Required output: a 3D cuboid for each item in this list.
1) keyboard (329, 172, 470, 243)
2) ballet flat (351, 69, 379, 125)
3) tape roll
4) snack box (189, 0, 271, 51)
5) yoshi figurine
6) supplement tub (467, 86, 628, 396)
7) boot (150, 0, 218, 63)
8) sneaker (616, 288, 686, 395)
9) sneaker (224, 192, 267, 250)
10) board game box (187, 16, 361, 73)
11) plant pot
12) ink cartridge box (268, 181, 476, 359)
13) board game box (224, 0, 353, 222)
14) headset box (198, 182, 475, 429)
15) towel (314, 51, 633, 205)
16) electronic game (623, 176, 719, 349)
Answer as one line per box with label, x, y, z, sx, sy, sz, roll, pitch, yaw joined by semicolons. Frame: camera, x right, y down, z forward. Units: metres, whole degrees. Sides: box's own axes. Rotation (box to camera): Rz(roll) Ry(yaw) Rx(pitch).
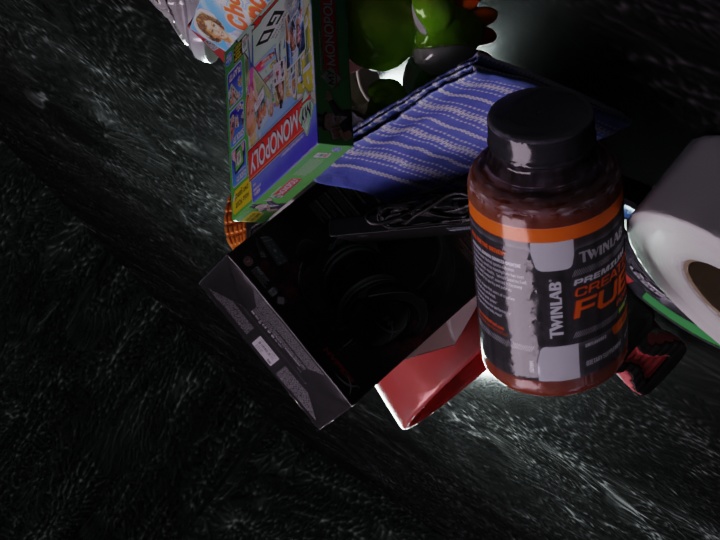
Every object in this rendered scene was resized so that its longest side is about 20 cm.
keyboard;0.077;-0.049;1.522;0.199;0.040;0.104;-6;175;14
ballet flat;-0.034;-0.185;1.728;0.200;0.073;0.073;50;166;-27
tape roll;0.274;0.002;1.389;0.202;0.071;0.203;38;169;8
snack box;-0.054;-0.211;1.565;0.116;0.037;0.200;32;152;1
yoshi figurine;0.036;-0.149;1.510;0.112;0.112;0.200;46;166;28
supplement tub;0.126;-0.021;1.417;0.107;0.107;0.201;30;140;41
boot;-0.166;-0.257;1.793;0.095;0.074;0.200;18;152;14
sneaker;0.203;0.045;1.762;0.087;0.074;0.200;44;-177;29
sneaker;-0.051;-0.087;1.873;0.092;0.201;0.075;35;153;-35
board game box;-0.045;-0.191;1.646;0.103;0.020;0.200;43;147;-20
plant pot;0.059;0.014;1.909;0.178;0.200;0.200;50;171;9
ink cartridge box;-0.005;-0.013;1.778;0.200;0.068;0.116;41;-153;23
board game box;-0.054;-0.125;1.513;0.029;0.136;0.200;3;165;-21
headset box;0.000;0.000;1.627;0.149;0.200;0.077;51;151;0
towel;0.073;-0.087;1.480;0.144;0.024;0.200;17;152;-33
electronic game;0.232;-0.004;1.588;0.200;0.042;0.200;38;169;8
